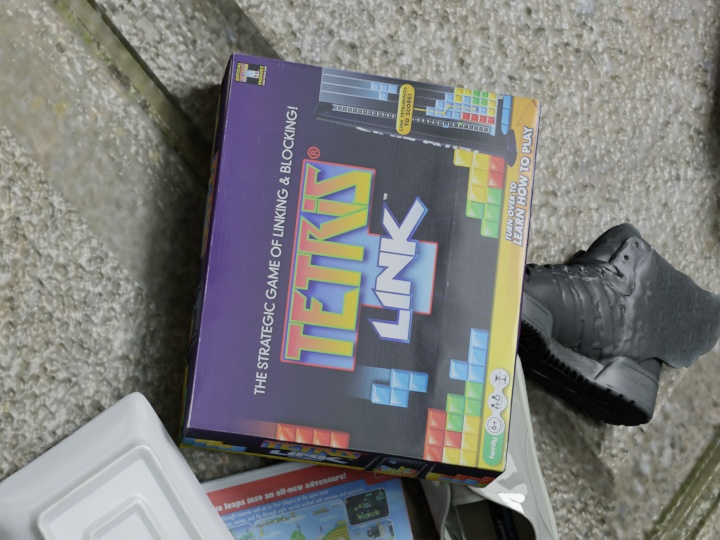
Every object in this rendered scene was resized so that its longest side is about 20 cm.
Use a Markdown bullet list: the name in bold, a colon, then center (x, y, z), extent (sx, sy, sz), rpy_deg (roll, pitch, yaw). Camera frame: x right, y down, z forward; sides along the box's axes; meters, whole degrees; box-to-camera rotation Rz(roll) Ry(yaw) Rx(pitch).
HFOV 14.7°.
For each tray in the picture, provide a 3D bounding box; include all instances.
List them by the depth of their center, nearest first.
- **tray**: center (-0.095, 0.170, 1.370), extent (0.107, 0.022, 0.200), rpy_deg (-34, 99, -24)

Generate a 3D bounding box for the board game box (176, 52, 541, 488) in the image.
- **board game box**: center (0.000, 0.000, 1.431), extent (0.165, 0.057, 0.201), rpy_deg (8, 76, -8)

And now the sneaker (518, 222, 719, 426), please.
- **sneaker**: center (0.125, 0.014, 1.564), extent (0.200, 0.060, 0.104), rpy_deg (34, 62, -31)

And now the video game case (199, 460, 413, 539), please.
- **video game case**: center (-0.021, 0.198, 1.446), extent (0.143, 0.017, 0.201), rpy_deg (-11, 89, -37)

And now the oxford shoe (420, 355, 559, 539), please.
- **oxford shoe**: center (0.053, 0.086, 1.483), extent (0.058, 0.075, 0.201), rpy_deg (-36, 109, -62)
